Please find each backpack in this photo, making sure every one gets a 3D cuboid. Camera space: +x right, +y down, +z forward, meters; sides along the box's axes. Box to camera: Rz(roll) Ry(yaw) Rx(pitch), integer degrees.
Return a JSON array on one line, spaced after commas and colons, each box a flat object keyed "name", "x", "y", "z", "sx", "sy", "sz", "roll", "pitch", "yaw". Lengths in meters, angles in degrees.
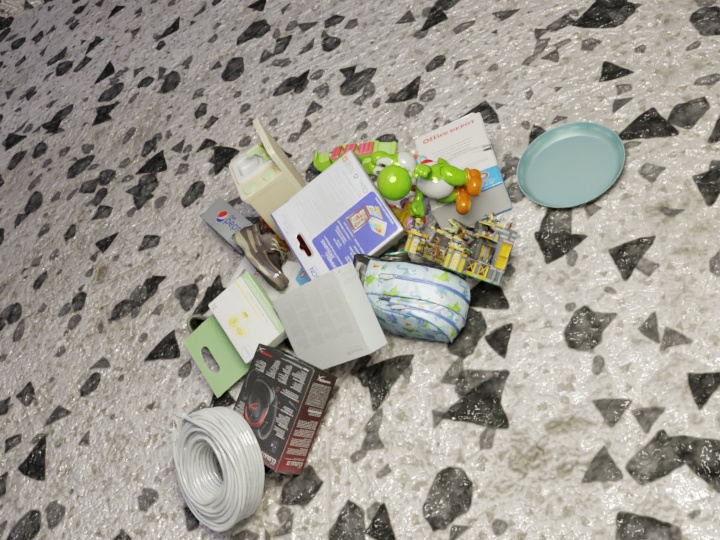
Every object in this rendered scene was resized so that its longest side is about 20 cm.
[{"name": "backpack", "x": 0.094, "y": 0.050, "z": 1.288, "sx": 0.196, "sy": 0.164, "sz": 0.156, "roll": -4, "pitch": 61, "yaw": 14}]

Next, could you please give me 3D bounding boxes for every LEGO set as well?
[{"name": "LEGO set", "x": 0.176, "y": -0.059, "z": 1.288, "sx": 0.200, "sy": 0.151, "sz": 0.118, "roll": 28, "pitch": 100, "yaw": 67}]

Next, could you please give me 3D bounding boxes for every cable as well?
[{"name": "cable", "x": -0.244, "y": 0.337, "z": 1.264, "sx": 0.198, "sy": 0.069, "sz": 0.204, "roll": -1, "pitch": 93, "yaw": 42}]

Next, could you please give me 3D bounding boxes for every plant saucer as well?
[{"name": "plant saucer", "x": 0.389, "y": -0.191, "z": 1.369, "sx": 0.197, "sy": 0.028, "sz": 0.203, "roll": -15, "pitch": 51, "yaw": 19}]

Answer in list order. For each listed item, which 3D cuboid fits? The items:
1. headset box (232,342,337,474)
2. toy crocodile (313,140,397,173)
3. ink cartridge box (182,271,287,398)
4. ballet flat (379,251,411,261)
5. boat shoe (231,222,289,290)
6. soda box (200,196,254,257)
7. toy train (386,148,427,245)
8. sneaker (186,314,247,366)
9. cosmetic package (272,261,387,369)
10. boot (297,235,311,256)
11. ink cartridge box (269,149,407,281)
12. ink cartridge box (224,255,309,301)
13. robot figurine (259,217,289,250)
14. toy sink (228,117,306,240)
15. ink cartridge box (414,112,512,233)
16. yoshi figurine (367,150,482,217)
[{"name": "headset box", "x": -0.146, "y": 0.251, "z": 1.295, "sx": 0.147, "sy": 0.075, "sz": 0.203, "roll": 18, "pitch": 85, "yaw": 38}, {"name": "toy crocodile", "x": -0.011, "y": -0.253, "z": 1.624, "sx": 0.197, "sy": 0.062, "sz": 0.068, "roll": -3, "pitch": 55, "yaw": 28}, {"name": "ink cartridge box", "x": -0.246, "y": 0.124, "z": 1.414, "sx": 0.199, "sy": 0.048, "sz": 0.146, "roll": -40, "pitch": 70, "yaw": 5}, {"name": "ballet flat", "x": 0.000, "y": 0.000, "z": 1.411, "sx": 0.196, "sy": 0.068, "sz": 0.070, "roll": -1, "pitch": 85, "yaw": 14}, {"name": "boat shoe", "x": -0.189, "y": -0.038, "z": 1.469, "sx": 0.073, "sy": 0.075, "sz": 0.200, "roll": -40, "pitch": 48, "yaw": -4}, {"name": "soda box", "x": -0.277, "y": -0.088, "z": 1.656, "sx": 0.068, "sy": 0.064, "sz": 0.199, "roll": -47, "pitch": 47, "yaw": -7}, {"name": "toy train", "x": 0.093, "y": -0.131, "z": 1.418, "sx": 0.200, "sy": 0.055, "sz": 0.153, "roll": 138, "pitch": 137, "yaw": -61}, {"name": "sneaker", "x": -0.279, "y": 0.143, "z": 1.477, "sx": 0.198, "sy": 0.080, "sz": 0.075, "roll": 18, "pitch": 66, "yaw": 36}, {"name": "cosmetic package", "x": -0.058, "y": 0.089, "z": 1.297, "sx": 0.051, "sy": 0.153, "sz": 0.199, "roll": -21, "pitch": -2, "yaw": -43}, {"name": "boot", "x": -0.060, "y": -0.072, "z": 1.463, "sx": 0.197, "sy": 0.145, "sz": 0.073, "roll": 4, "pitch": 57, "yaw": 31}, {"name": "ink cartridge box", "x": -0.042, "y": -0.088, "z": 1.383, "sx": 0.199, "sy": 0.047, "sz": 0.199, "roll": -37, "pitch": 69, "yaw": 11}, {"name": "ink cartridge box", "x": -0.171, "y": 0.042, "z": 1.496, "sx": 0.197, "sy": 0.067, "sz": 0.117, "roll": 11, "pitch": 63, "yaw": 35}, {"name": "robot figurine", "x": -0.117, "y": -0.127, "z": 1.595, "sx": 0.198, "sy": 0.058, "sz": 0.146, "roll": -34, "pitch": 48, "yaw": 4}, {"name": "toy sink", "x": -0.188, "y": -0.183, "z": 1.501, "sx": 0.111, "sy": 0.200, "sz": 0.131, "roll": -33, "pitch": 48, "yaw": 4}, {"name": "ink cartridge box", "x": 0.198, "y": -0.191, "z": 1.440, "sx": 0.144, "sy": 0.085, "sz": 0.203, "roll": -20, "pitch": 49, "yaw": 15}, {"name": "yoshi figurine", "x": 0.107, "y": -0.147, "z": 1.284, "sx": 0.112, "sy": 0.196, "sz": 0.115, "roll": -121, "pitch": 46, "yaw": -78}]
